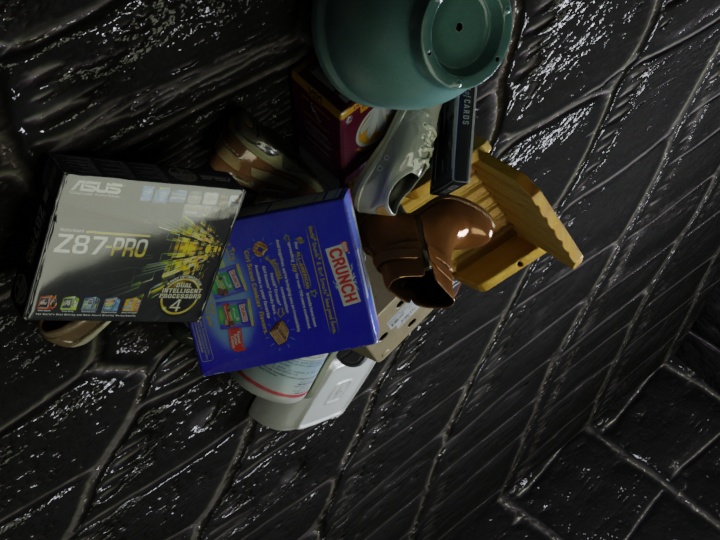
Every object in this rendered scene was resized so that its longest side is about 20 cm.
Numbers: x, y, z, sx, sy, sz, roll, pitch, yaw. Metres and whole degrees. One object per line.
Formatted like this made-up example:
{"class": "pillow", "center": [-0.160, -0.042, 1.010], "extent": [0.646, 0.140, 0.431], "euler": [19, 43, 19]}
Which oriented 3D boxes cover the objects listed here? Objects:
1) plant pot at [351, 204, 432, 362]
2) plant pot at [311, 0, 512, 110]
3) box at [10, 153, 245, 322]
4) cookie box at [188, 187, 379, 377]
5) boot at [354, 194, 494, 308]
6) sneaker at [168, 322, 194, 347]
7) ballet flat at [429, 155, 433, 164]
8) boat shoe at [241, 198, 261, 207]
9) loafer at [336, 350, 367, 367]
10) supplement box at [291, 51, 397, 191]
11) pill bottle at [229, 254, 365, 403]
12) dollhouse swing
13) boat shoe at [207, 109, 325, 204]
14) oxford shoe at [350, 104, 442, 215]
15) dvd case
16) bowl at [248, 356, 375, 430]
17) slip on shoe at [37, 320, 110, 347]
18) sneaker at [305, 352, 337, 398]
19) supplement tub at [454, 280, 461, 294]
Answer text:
{"class": "plant pot", "center": [0.000, 0.000, 1.709], "extent": [0.200, 0.177, 0.200], "euler": [-45, 159, -6]}
{"class": "plant pot", "center": [0.069, -0.254, 1.348], "extent": [0.200, 0.134, 0.201], "euler": [-13, 113, -33]}
{"class": "box", "center": [-0.228, -0.027, 1.305], "extent": [0.199, 0.049, 0.162], "euler": [4, 117, -37]}
{"class": "cookie box", "center": [-0.092, 0.013, 1.457], "extent": [0.199, 0.172, 0.075], "euler": [-10, -165, 7]}
{"class": "boot", "center": [0.090, -0.022, 1.540], "extent": [0.199, 0.156, 0.077], "euler": [14, 125, -31]}
{"class": "sneaker", "center": [-0.181, 0.086, 1.666], "extent": [0.079, 0.074, 0.200], "euler": [-47, 159, 14]}
{"class": "ballet flat", "center": [0.072, -0.155, 1.684], "extent": [0.076, 0.064, 0.200], "euler": [-44, -179, 36]}
{"class": "boat shoe", "center": [-0.093, -0.061, 1.571], "extent": [0.200, 0.071, 0.063], "euler": [-17, 133, -44]}
{"class": "loafer", "center": [0.015, 0.042, 1.929], "extent": [0.063, 0.072, 0.201], "euler": [-14, 124, -70]}
{"class": "supplement box", "center": [-0.009, -0.174, 1.517], "extent": [0.110, 0.086, 0.200], "euler": [-39, 157, -19]}
{"class": "pill bottle", "center": [-0.073, 0.050, 1.566], "extent": [0.109, 0.109, 0.201], "euler": [-9, 132, -57]}
{"class": "dollhouse swing", "center": [0.166, -0.052, 1.766], "extent": [0.181, 0.176, 0.200], "euler": [-33, 123, 7]}
{"class": "boat shoe", "center": [-0.109, -0.113, 1.471], "extent": [0.074, 0.076, 0.200], "euler": [-42, 152, 8]}
{"class": "oxford shoe", "center": [0.060, -0.145, 1.491], "extent": [0.201, 0.058, 0.075], "euler": [-60, 159, 0]}
{"class": "dvd case", "center": [0.111, -0.195, 1.558], "extent": [0.150, 0.025, 0.201], "euler": [160, -65, -83]}
{"class": "bowl", "center": [-0.057, 0.161, 2.020], "extent": [0.199, 0.075, 0.200], "euler": [-11, 137, -57]}
{"class": "slip on shoe", "center": [-0.258, 0.001, 1.381], "extent": [0.200, 0.076, 0.061], "euler": [-41, 165, 5]}
{"class": "sneaker", "center": [-0.088, 0.093, 1.847], "extent": [0.106, 0.075, 0.201], "euler": [4, 115, -37]}
{"class": "supplement tub", "center": [0.118, -0.046, 1.940], "extent": [0.107, 0.107, 0.200], "euler": [-30, 153, -35]}
